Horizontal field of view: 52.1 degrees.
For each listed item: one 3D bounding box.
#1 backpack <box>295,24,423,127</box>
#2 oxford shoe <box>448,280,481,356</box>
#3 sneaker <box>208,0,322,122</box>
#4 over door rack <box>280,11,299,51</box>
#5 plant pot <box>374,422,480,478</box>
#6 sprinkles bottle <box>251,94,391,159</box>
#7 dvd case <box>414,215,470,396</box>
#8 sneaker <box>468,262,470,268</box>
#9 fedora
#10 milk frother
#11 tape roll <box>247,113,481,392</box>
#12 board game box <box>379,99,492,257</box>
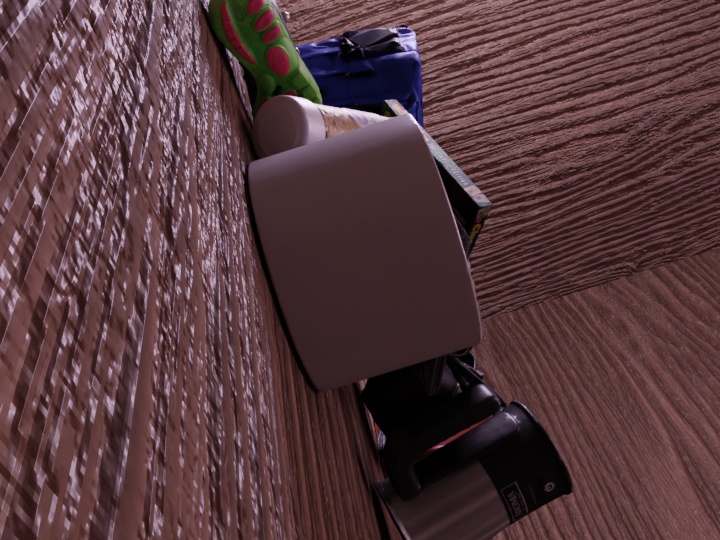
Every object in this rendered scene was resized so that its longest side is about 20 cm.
[{"bbox_3d":[-0.020,-0.213,0.951,0.168,0.200,0.163,-93,178,-48],"label":"backpack"},{"bbox_3d":[0.095,0.070,0.870,0.200,0.071,0.074,102,-27,-74],"label":"oxford shoe"},{"bbox_3d":[-0.087,-0.206,0.712,0.200,0.077,0.084,73,5,-55],"label":"sneaker"},{"bbox_3d":[-0.115,-0.286,0.790,0.200,0.067,0.148,71,1,-51],"label":"over door rack"},{"bbox_3d":[0.136,0.314,1.143,0.200,0.176,0.200,-104,177,-77],"label":"plant pot"},{"bbox_3d":[-0.018,-0.129,0.736,0.200,0.068,0.068,-7,78,-56],"label":"sprinkles bottle"},{"bbox_3d":[0.068,0.011,0.787,0.149,0.016,0.200,-113,-156,-51],"label":"dvd case"},{"bbox_3d":[0.079,0.023,0.968,0.078,0.099,0.200,36,-52,45],"label":"sneaker"},{"bbox_3d":[0.066,0.166,1.019,0.092,0.201,0.201,40,10,-14],"label":"fedora"},{"bbox_3d":[0.101,0.208,0.848,0.181,0.188,0.200,64,-8,-10],"label":"milk frother"},{"bbox_3d":[0.003,-0.014,0.613,0.203,0.139,0.203,-17,90,-89],"label":"tape roll"},{"bbox_3d":[0.068,-0.094,0.825,0.200,0.023,0.105,56,-35,36],"label":"board game box"}]
